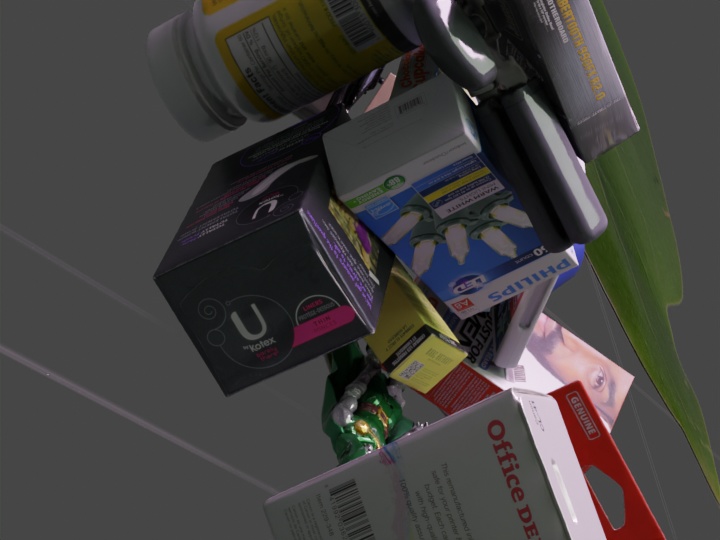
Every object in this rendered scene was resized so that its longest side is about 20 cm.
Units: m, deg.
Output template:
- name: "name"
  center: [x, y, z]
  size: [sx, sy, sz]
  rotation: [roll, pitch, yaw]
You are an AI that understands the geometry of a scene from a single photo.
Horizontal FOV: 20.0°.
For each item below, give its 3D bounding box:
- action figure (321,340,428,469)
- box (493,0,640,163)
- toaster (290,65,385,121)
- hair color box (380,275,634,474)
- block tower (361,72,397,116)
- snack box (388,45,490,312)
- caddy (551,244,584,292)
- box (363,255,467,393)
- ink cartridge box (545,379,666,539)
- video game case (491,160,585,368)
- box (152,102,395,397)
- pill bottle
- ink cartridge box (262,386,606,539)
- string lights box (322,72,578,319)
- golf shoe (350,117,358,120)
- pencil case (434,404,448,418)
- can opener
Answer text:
- name: "action figure"
  center: [0.010, 0.108, 1.559]
  size: [0.118, 0.055, 0.200]
  rotation: [53, 20, -13]
- name: "box"
  center: [0.106, -0.181, 1.427]
  size: [0.159, 0.048, 0.200]
  rotation: [62, -8, -31]
- name: "toaster"
  center: [-0.018, -0.220, 1.662]
  size: [0.118, 0.182, 0.200]
  rotation: [29, 22, 2]
- name: "hair color box"
  center: [0.119, 0.081, 1.700]
  size: [0.199, 0.064, 0.111]
  rotation: [35, 41, -2]
- name: "block tower"
  center: [0.035, -0.137, 1.839]
  size: [0.054, 0.058, 0.200]
  rotation: [35, 5, 0]
- name: "snack box"
  center: [0.069, -0.073, 1.576]
  size: [0.201, 0.037, 0.117]
  rotation: [64, 34, -46]
- name: "caddy"
  center: [0.123, -0.052, 1.897]
  size: [0.105, 0.141, 0.201]
  rotation: [-26, 114, -36]
- name: "box"
  center: [0.000, 0.000, 1.583]
  size: [0.200, 0.050, 0.075]
  rotation: [54, 12, 26]
- name: "ink cartridge box"
  center: [0.136, 0.207, 1.590]
  size: [0.201, 0.173, 0.044]
  rotation: [60, 19, -13]
- name: "video game case"
  center: [0.141, -0.053, 1.655]
  size: [0.023, 0.183, 0.201]
  rotation: [11, 44, -10]
- name: "box"
  center: [-0.051, -0.018, 1.441]
  size: [0.106, 0.122, 0.200]
  rotation: [60, 20, -18]
- name: "pill bottle"
  center: [-0.053, -0.180, 1.518]
  size: [0.114, 0.199, 0.115]
  rotation: [52, 23, -33]
- name: "ink cartridge box"
  center: [0.055, 0.184, 1.357]
  size: [0.086, 0.199, 0.149]
  rotation: [15, 53, -66]
- name: "string lights box"
  center: [0.067, -0.049, 1.452]
  size: [0.200, 0.102, 0.059]
  rotation: [43, 27, -50]
- name: "golf shoe"
  center: [0.007, -0.081, 1.617]
  size: [0.094, 0.078, 0.200]
  rotation: [29, -2, 27]
- name: "pencil case"
  center: [0.114, 0.168, 1.729]
  size: [0.093, 0.091, 0.201]
  rotation: [5, 53, -28]
- name: "can opener"
  center: [0.092, -0.099, 1.364]
  size: [0.067, 0.053, 0.201]
  rotation: [-34, 99, -39]
